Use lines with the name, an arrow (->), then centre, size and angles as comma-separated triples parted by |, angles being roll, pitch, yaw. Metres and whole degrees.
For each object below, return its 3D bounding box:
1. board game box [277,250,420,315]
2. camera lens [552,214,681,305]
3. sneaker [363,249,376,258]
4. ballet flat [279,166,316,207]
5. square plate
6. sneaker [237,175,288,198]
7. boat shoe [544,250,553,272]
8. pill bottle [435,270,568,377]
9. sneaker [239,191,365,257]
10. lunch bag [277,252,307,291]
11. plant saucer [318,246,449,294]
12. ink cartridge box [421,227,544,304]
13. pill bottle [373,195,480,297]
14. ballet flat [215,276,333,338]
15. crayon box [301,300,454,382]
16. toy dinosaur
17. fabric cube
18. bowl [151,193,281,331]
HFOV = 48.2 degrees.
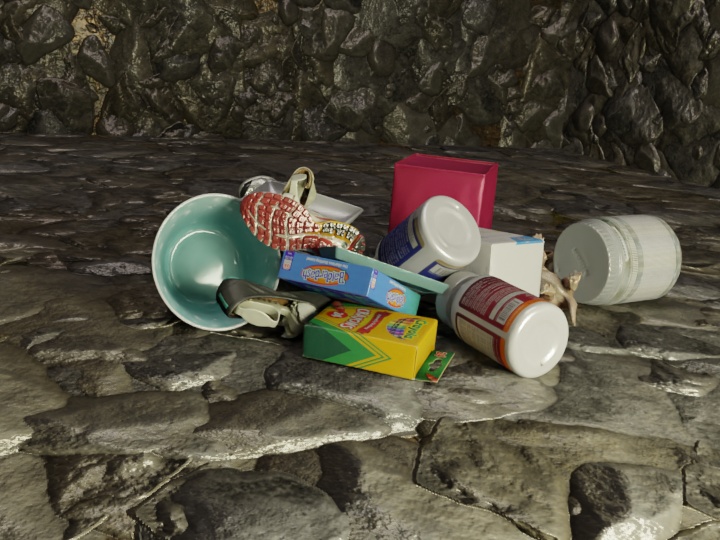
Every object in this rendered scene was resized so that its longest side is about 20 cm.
board game box -> -0.012, 0.025, 1.223 | 0.150, 0.046, 0.200 | 11, -7, 27
camera lens -> 0.478, -0.020, 1.490 | 0.197, 0.163, 0.159 | -4, 18, -30
sneaker -> 0.000, 0.000, 1.442 | 0.097, 0.072, 0.200 | 6, 16, 1
ballet flat -> -0.118, -0.112, 1.322 | 0.066, 0.063, 0.201 | 8, 32, 4
square plate -> -0.123, -0.084, 1.364 | 0.197, 0.029, 0.198 | 18, 34, 20
sneaker -> -0.211, -0.197, 2.053 | 0.197, 0.077, 0.087 | -3, 18, -25
boat shoe -> 0.289, -0.013, 1.584 | 0.197, 0.066, 0.071 | -1, 17, -20
pill bottle -> 0.201, 0.071, 1.184 | 0.108, 0.112, 0.199 | -4, 18, -28
sneaker -> -0.094, -0.061, 1.227 | 0.198, 0.079, 0.082 | 24, 1, -21
lunch bag -> -0.128, -0.038, 1.450 | 0.161, 0.120, 0.200 | 8, 20, 3
plant saucer -> 0.035, 0.002, 1.203 | 0.197, 0.019, 0.070 | 18, -7, -24
ink cartridge box -> 0.196, -0.002, 1.388 | 0.127, 0.128, 0.199 | -6, 13, -35
pill bottle -> 0.093, -0.023, 1.317 | 0.118, 0.121, 0.200 | -8, -20, -38
ballet flat -> -0.120, 0.064, 1.186 | 0.197, 0.069, 0.069 | 12, 34, -30
crayon box -> 0.030, 0.098, 1.146 | 0.197, 0.052, 0.127 | 10, 16, 15
toy dinosaur -> 0.333, 0.032, 1.437 | 0.085, 0.136, 0.200 | -37, 55, -10
fabric cube -> 0.175, -0.128, 1.703 | 0.193, 0.203, 0.200 | 8, 16, 17
bowl -> -0.230, -0.010, 1.239 | 0.198, 0.205, 0.105 | -2, -2, -24
